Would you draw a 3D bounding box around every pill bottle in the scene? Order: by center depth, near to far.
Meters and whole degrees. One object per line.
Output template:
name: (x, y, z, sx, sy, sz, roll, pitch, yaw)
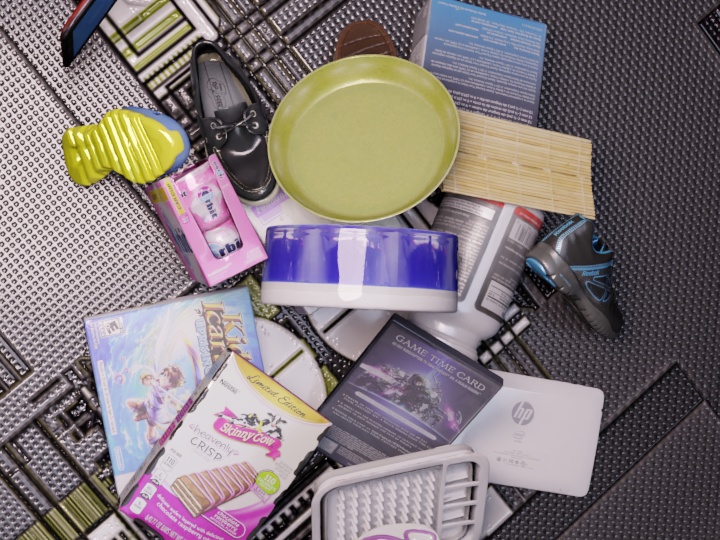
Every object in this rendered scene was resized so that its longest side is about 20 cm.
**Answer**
pill bottle: (0.117, 0.006, 1.368, 0.116, 0.116, 0.201, 25, 85, -12)

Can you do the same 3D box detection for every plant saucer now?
plant saucer: (0.004, -0.132, 1.266, 0.199, 0.031, 0.201, -3, 65, 7)

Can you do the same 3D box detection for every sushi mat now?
sushi mat: (0.170, -0.115, 1.324, 0.199, 0.012, 0.096, 9, 74, -25)

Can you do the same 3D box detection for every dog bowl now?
dog bowl: (0.000, 0.000, 1.241, 0.199, 0.200, 0.079, 3, 89, -13)

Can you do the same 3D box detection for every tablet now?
tablet: (0.185, 0.188, 1.437, 0.199, 0.014, 0.131, 11, 88, -13)

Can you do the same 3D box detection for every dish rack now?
dish rack: (0.039, 0.260, 1.356, 0.199, 0.044, 0.172, -10, 132, -13)

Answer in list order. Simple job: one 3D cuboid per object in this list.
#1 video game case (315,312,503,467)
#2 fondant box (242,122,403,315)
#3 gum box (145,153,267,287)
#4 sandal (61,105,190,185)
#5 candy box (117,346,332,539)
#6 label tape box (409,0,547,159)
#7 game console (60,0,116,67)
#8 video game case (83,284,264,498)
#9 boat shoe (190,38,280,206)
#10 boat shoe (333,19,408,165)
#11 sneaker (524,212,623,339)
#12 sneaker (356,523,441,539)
video game case: (0.041, 0.153, 1.344, 0.143, 0.019, 0.200, 31, 119, -11)
fondant box: (-0.056, -0.072, 1.359, 0.144, 0.058, 0.200, -33, 96, -11)
gum box: (-0.161, -0.051, 1.260, 0.066, 0.200, 0.114, -28, 98, -11)
sandal: (-0.230, -0.134, 1.265, 0.087, 0.200, 0.080, -22, 108, -36)
candy box: (-0.143, 0.201, 1.292, 0.136, 0.061, 0.200, 36, 83, -12)
label tape box: (0.124, -0.193, 1.375, 0.143, 0.066, 0.201, 12, 75, -13)
game console: (-0.213, -0.269, 1.249, 0.172, 0.200, 0.119, 4, 90, -13)
video game case: (-0.193, 0.131, 1.335, 0.180, 0.045, 0.201, -12, 93, -14)
boat shoe: (-0.136, -0.162, 1.290, 0.074, 0.066, 0.200, -15, 63, -2)
boat shoe: (0.011, -0.181, 1.355, 0.074, 0.075, 0.203, -6, 60, -1)
sneaker: (0.262, 0.011, 1.379, 0.082, 0.073, 0.200, -47, 140, 1)
sneaker: (0.003, 0.343, 1.352, 0.200, 0.100, 0.075, -34, 71, 2)
